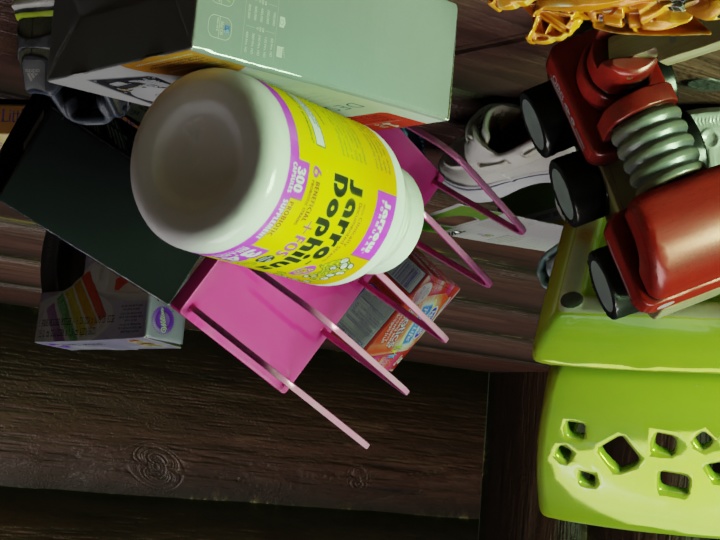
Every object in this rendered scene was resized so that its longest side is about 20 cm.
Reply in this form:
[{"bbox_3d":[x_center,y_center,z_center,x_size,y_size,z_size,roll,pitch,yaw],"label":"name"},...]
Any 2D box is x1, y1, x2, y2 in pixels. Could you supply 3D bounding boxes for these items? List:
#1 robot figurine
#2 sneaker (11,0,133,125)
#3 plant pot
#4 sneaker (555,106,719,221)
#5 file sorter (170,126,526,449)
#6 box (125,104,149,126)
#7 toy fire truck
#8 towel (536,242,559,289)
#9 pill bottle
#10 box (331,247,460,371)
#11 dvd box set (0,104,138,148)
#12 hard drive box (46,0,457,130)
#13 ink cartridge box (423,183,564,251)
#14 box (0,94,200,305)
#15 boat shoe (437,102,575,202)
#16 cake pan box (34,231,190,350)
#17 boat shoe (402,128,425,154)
[{"bbox_3d":[0.171,-0.153,0.917,0.198,0.059,0.145,2,173,22],"label":"robot figurine"},{"bbox_3d":[-0.166,-0.132,1.186,0.073,0.082,0.200,1,172,30],"label":"sneaker"},{"bbox_3d":[0.224,0.048,1.237,0.197,0.201,0.183,2,133,19],"label":"plant pot"},{"bbox_3d":[0.260,-0.085,1.409,0.199,0.081,0.146,-16,-178,31],"label":"sneaker"},{"bbox_3d":[0.000,0.000,1.242,0.125,0.201,0.139,33,174,42],"label":"file sorter"},{"bbox_3d":[-0.077,-0.075,1.415,0.199,0.048,0.193,31,176,12],"label":"box"},{"bbox_3d":[0.190,-0.083,1.069,0.128,0.177,0.200,-20,167,-6],"label":"toy fire truck"},{"bbox_3d":[0.262,-0.012,1.410,0.199,0.049,0.171,-9,173,34],"label":"towel"},{"bbox_3d":[-0.040,-0.048,1.070,0.103,0.105,0.199,0,172,31],"label":"pill bottle"},{"bbox_3d":[-0.024,-0.016,1.561,0.200,0.100,0.095,43,-173,21],"label":"box"},{"bbox_3d":[-0.240,-0.116,1.565,0.198,0.030,0.146,3,173,10],"label":"dvd box set"},{"bbox_3d":[-0.064,-0.140,1.092,0.199,0.078,0.155,10,171,-40],"label":"hard drive box"},{"bbox_3d":[0.149,-0.066,1.551,0.198,0.077,0.148,9,172,-21],"label":"ink cartridge box"},{"bbox_3d":[-0.183,-0.063,1.286,0.140,0.079,0.200,30,-174,-15],"label":"box"},{"bbox_3d":[0.116,-0.101,1.379,0.070,0.071,0.199,40,160,-27],"label":"boat shoe"},{"bbox_3d":[-0.233,-0.019,1.713,0.052,0.186,0.199,16,168,-40],"label":"cake pan box"},{"bbox_3d":[0.002,-0.101,1.339,0.068,0.085,0.199,-4,172,30],"label":"boat shoe"}]
